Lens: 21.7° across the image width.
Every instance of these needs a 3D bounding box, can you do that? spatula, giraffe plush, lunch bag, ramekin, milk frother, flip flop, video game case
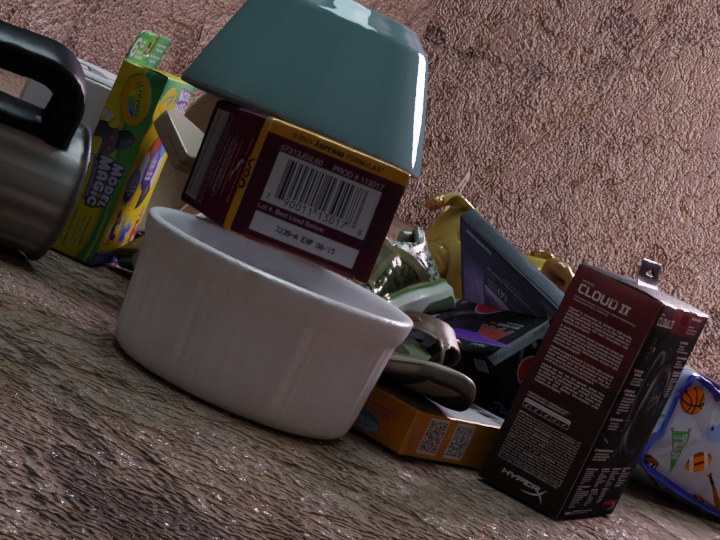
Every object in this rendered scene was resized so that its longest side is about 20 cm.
[{"bbox_3d":[0.047,0.059,1.550,0.056,0.021,0.200,11,-12,-32],"label":"spatula"},{"bbox_3d":[0.126,0.026,1.783,0.162,0.200,0.173,27,4,19],"label":"giraffe plush"},{"bbox_3d":[0.295,0.150,1.777,0.200,0.124,0.170,37,-3,-35],"label":"lunch bag"},{"bbox_3d":[-0.073,0.039,1.310,0.200,0.098,0.200,23,4,-2],"label":"ramekin"},{"bbox_3d":[-0.300,-0.075,1.393,0.188,0.180,0.201,21,49,-24],"label":"milk frother"},{"bbox_3d":[0.043,0.059,1.420,0.081,0.058,0.200,25,3,-9],"label":"flip flop"},{"bbox_3d":[0.136,0.059,1.627,0.143,0.019,0.200,46,-26,36],"label":"video game case"}]

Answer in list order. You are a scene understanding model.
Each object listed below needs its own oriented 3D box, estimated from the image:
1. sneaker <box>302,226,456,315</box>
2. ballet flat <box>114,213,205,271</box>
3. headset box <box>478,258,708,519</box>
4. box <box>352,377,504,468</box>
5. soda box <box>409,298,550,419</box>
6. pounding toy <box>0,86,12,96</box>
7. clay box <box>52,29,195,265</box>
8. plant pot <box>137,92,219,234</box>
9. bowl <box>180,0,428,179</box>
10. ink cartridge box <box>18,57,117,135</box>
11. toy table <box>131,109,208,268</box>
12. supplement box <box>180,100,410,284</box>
[{"bbox_3d":[0.000,0.000,1.495,0.077,0.089,0.200,-15,-7,31],"label":"sneaker"},{"bbox_3d":[-0.124,-0.009,1.677,0.200,0.073,0.068,21,-14,-25],"label":"ballet flat"},{"bbox_3d":[0.186,0.086,1.447,0.077,0.201,0.149,27,6,23],"label":"headset box"},{"bbox_3d":[0.044,0.110,1.455,0.119,0.042,0.200,28,4,34],"label":"box"},{"bbox_3d":[0.098,0.072,1.605,0.200,0.071,0.063,12,-51,64],"label":"soda box"},{"bbox_3d":[-0.390,-0.156,1.601,0.184,0.143,0.200,22,6,-22],"label":"pounding toy"},{"bbox_3d":[-0.200,-0.106,1.631,0.047,0.201,0.115,25,6,6],"label":"clay box"},{"bbox_3d":[-0.102,-0.064,1.932,0.200,0.188,0.187,37,-1,-26],"label":"plant pot"},{"bbox_3d":[-0.027,-0.155,1.447,0.200,0.105,0.201,23,3,-1],"label":"bowl"},{"bbox_3d":[-0.283,-0.121,1.726,0.084,0.146,0.200,23,6,-12],"label":"ink cartridge box"},{"bbox_3d":[-0.094,-0.049,1.578,0.117,0.184,0.200,6,38,-52],"label":"toy table"},{"bbox_3d":[-0.052,-0.060,1.365,0.110,0.086,0.200,22,2,-17],"label":"supplement box"}]
